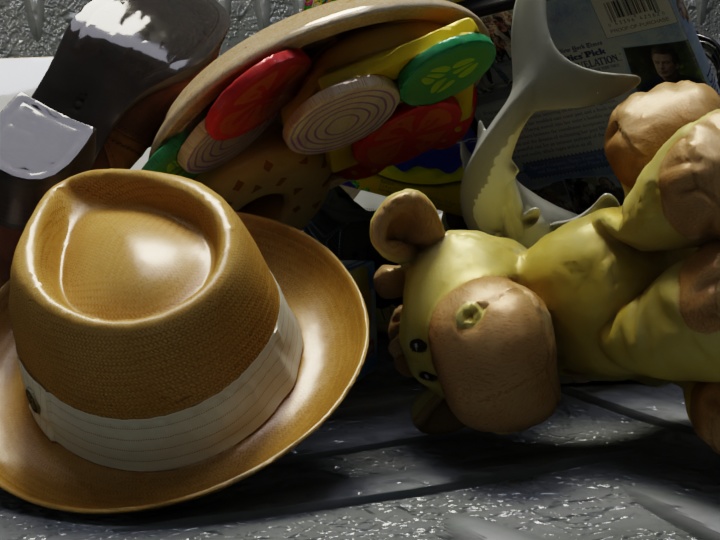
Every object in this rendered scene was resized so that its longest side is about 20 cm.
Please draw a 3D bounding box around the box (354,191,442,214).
[{"bbox_3d":[0.106,-0.051,1.226,0.200,0.131,0.199,6,11,45],"label":"box"}]

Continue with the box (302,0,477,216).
[{"bbox_3d":[0.068,-0.145,0.929,0.200,0.193,0.122,14,38,0],"label":"box"}]

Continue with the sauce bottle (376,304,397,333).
[{"bbox_3d":[0.038,0.012,1.022,0.200,0.066,0.066,3,9,32],"label":"sauce bottle"}]

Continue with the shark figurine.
[{"bbox_3d":[0.073,-0.048,0.774,0.128,0.090,0.215,-27,-36,2],"label":"shark figurine"}]

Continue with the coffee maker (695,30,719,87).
[{"bbox_3d":[0.275,-0.072,1.112,0.135,0.192,0.200,34,29,29],"label":"coffee maker"}]

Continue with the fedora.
[{"bbox_3d":[-0.095,0.013,0.672,0.200,0.082,0.201,-8,39,7],"label":"fedora"}]

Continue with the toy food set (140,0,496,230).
[{"bbox_3d":[-0.021,-0.075,0.805,0.200,0.049,0.198,-22,-19,-5],"label":"toy food set"}]

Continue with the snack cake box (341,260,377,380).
[{"bbox_3d":[-0.071,0.038,0.831,0.115,0.067,0.200,1,7,15],"label":"snack cake box"}]

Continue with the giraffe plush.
[{"bbox_3d":[0.090,0.014,0.689,0.162,0.173,0.200,-11,1,0],"label":"giraffe plush"}]

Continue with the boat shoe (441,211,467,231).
[{"bbox_3d":[0.148,-0.015,1.004,0.200,0.072,0.066,17,-14,8],"label":"boat shoe"}]

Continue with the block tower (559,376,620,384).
[{"bbox_3d":[0.163,0.031,0.871,0.200,0.054,0.058,-3,8,-3],"label":"block tower"}]

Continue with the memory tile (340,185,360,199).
[{"bbox_3d":[-0.049,-0.055,1.076,0.017,0.153,0.200,38,55,15],"label":"memory tile"}]

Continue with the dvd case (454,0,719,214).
[{"bbox_3d":[0.135,-0.075,0.862,0.142,0.200,0.018,-8,37,33],"label":"dvd case"}]

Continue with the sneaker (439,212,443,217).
[{"bbox_3d":[0.021,0.003,1.114,0.079,0.074,0.200,-21,12,-41],"label":"sneaker"}]

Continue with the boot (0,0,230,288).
[{"bbox_3d":[-0.144,-0.040,0.838,0.068,0.200,0.188,25,51,3],"label":"boot"}]

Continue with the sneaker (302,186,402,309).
[{"bbox_3d":[0.000,0.000,0.965,0.073,0.082,0.200,45,-12,-34],"label":"sneaker"}]

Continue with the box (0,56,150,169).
[{"bbox_3d":[-0.192,-0.047,1.037,0.152,0.107,0.200,-3,-25,-6],"label":"box"}]
